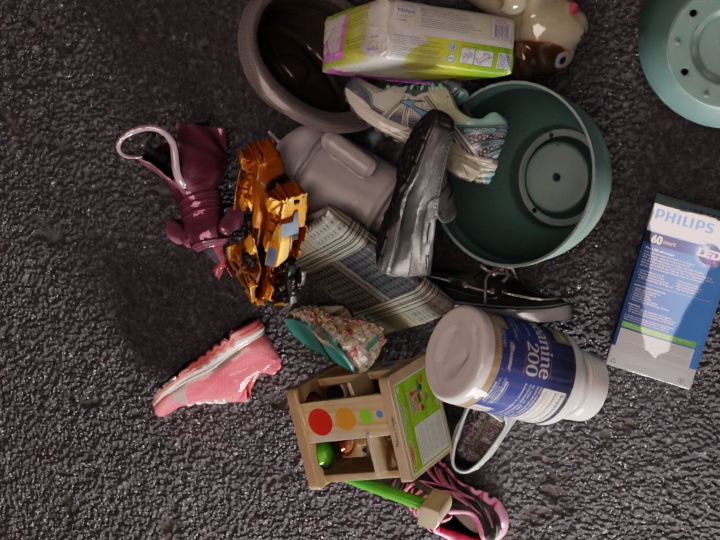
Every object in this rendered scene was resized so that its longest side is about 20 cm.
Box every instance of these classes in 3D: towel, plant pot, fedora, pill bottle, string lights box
[{"bbox_3d":[0.000,0.000,1.498,0.192,0.200,0.035,36,67,-14],"label":"towel"},{"bbox_3d":[0.197,-0.105,1.422,0.200,0.134,0.201,2,93,36],"label":"plant pot"},{"bbox_3d":[-0.060,-0.234,1.484,0.200,0.177,0.090,29,154,-14],"label":"fedora"},{"bbox_3d":[0.182,0.113,1.446,0.200,0.111,0.111,16,114,-32],"label":"pill bottle"},{"bbox_3d":[0.387,-0.241,1.335,0.200,0.161,0.201,4,104,15],"label":"plant pot"},{"bbox_3d":[0.359,0.024,1.464,0.103,0.059,0.200,17,108,11],"label":"string lights box"}]

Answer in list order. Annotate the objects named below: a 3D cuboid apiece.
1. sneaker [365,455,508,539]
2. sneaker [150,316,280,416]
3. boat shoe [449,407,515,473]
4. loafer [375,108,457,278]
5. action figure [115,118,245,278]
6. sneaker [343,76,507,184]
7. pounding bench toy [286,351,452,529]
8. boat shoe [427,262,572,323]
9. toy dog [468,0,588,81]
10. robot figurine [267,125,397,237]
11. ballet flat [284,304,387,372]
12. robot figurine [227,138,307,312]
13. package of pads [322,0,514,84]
[{"bbox_3d":[0.089,0.287,1.591,0.200,0.095,0.079,29,111,9],"label":"sneaker"},{"bbox_3d":[-0.187,0.146,1.646,0.200,0.074,0.087,-36,93,21],"label":"sneaker"},{"bbox_3d":[0.166,0.163,1.548,0.070,0.072,0.201,27,109,8],"label":"boat shoe"},{"bbox_3d":[0.069,-0.077,1.339,0.070,0.068,0.201,9,125,-10],"label":"loafer"},{"bbox_3d":[-0.191,-0.087,1.555,0.134,0.149,0.200,-21,84,14],"label":"action figure"},{"bbox_3d":[0.075,-0.173,1.389,0.200,0.078,0.086,31,103,21],"label":"sneaker"},{"bbox_3d":[0.013,0.216,1.536,0.156,0.124,0.200,-11,96,28],"label":"pounding bench toy"},{"bbox_3d":[0.154,0.023,1.518,0.199,0.074,0.068,6,96,29],"label":"boat shoe"},{"bbox_3d":[0.168,-0.305,1.397,0.194,0.140,0.200,-29,94,34],"label":"toy dog"},{"bbox_3d":[-0.028,-0.099,1.515,0.200,0.113,0.170,31,144,7],"label":"robot figurine"},{"bbox_3d":[-0.026,0.076,1.549,0.064,0.200,0.076,-40,116,-14],"label":"ballet flat"},{"bbox_3d":[-0.110,-0.045,1.468,0.145,0.058,0.200,57,149,36],"label":"robot figurine"},{"bbox_3d":[0.054,-0.243,1.371,0.154,0.200,0.068,4,92,-22],"label":"package of pads"}]
